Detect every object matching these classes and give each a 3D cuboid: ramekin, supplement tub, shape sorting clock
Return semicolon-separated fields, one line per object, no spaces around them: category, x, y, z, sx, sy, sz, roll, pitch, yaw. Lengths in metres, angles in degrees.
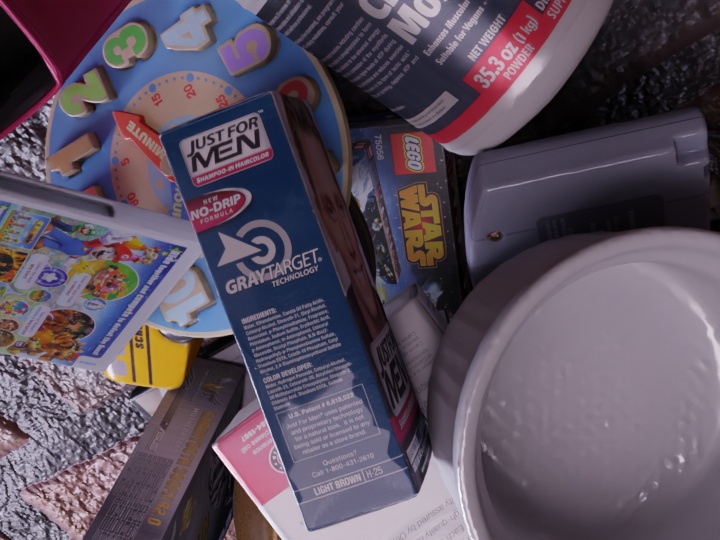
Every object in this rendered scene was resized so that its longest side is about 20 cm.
ramekin;0.130;0.073;0.583;0.200;0.098;0.201;-2;99;-12
supplement tub;0.019;-0.166;0.602;0.200;0.140;0.140;33;125;-13
shape sorting clock;-0.098;-0.060;0.671;0.199;0.039;0.201;5;101;25

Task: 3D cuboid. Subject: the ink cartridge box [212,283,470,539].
ink cartridge box;0.034;0.131;0.685;0.146;0.083;0.200;-36;92;6

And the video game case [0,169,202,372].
video game case;-0.202;-0.003;0.620;0.200;0.018;0.143;15;139;-30

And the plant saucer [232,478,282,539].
plant saucer;0.015;0.158;0.749;0.200;0.035;0.201;0;96;3

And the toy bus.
toy bus;-0.139;-0.015;0.790;0.078;0.065;0.200;8;127;8

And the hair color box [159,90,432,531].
hair color box;-0.026;0.016;0.587;0.060;0.100;0.200;-20;93;8

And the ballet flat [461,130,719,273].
ballet flat;0.143;-0.031;0.718;0.200;0.072;0.072;-19;120;24

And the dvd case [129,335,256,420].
dvd case;-0.063;0.134;0.910;0.143;0.018;0.200;-30;115;27

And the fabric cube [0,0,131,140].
fabric cube;-0.247;-0.166;0.621;0.200;0.200;0.196;-29;114;28

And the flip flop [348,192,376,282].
flip flop;-0.046;-0.058;0.701;0.081;0.058;0.200;-31;85;26

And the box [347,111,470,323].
box;0.000;0.000;0.761;0.137;0.040;0.201;-3;111;14

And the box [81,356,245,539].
box;-0.136;0.182;0.825;0.048;0.200;0.159;14;126;6

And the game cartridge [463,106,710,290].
game cartridge;0.128;-0.008;0.660;0.133;0.041;0.200;-14;144;6
